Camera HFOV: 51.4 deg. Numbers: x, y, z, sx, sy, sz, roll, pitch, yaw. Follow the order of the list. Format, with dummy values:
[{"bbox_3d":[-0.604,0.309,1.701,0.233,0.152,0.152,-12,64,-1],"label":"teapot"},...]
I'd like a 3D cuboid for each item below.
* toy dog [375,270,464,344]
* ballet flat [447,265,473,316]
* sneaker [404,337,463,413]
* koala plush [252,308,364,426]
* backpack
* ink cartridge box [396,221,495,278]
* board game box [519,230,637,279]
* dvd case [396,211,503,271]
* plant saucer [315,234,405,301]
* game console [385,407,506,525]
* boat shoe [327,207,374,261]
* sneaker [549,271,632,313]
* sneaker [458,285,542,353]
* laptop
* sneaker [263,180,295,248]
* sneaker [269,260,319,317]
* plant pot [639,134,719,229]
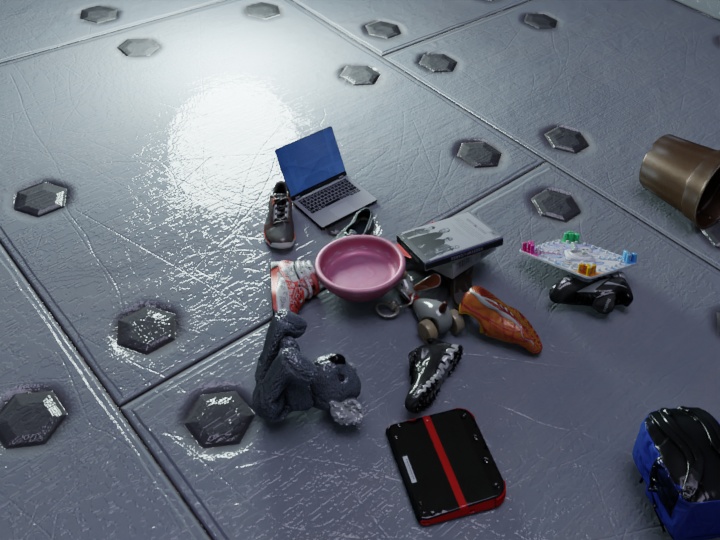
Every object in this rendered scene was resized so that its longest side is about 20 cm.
[{"bbox_3d":[0.134,0.062,1.579,0.197,0.098,0.131,30,48,24],"label":"toy dog"},{"bbox_3d":[0.225,0.032,1.667,0.065,0.047,0.202,-5,38,4],"label":"ballet flat"},{"bbox_3d":[0.122,0.199,1.460,0.089,0.068,0.200,23,42,22],"label":"sneaker"},{"bbox_3d":[-0.086,0.204,1.385,0.195,0.187,0.179,15,26,-21],"label":"koala plush"},{"bbox_3d":[0.552,0.345,1.274,0.158,0.171,0.202,-1,39,-11],"label":"backpack"},{"bbox_3d":[0.190,-0.067,1.728,0.159,0.051,0.198,-30,43,-33],"label":"ink cartridge box"},{"bbox_3d":[0.498,-0.040,1.706,0.196,0.027,0.198,-13,27,-37],"label":"board game box"},{"bbox_3d":[0.197,-0.069,1.668,0.195,0.025,0.151,-17,32,-16],"label":"dvd case"},{"bbox_3d":[0.000,0.000,1.613,0.194,0.052,0.203,-2,37,1],"label":"plant saucer"},{"bbox_3d":[0.153,0.344,1.338,0.172,0.032,0.202,-12,45,-12],"label":"game console"},{"bbox_3d":[-0.029,-0.075,1.730,0.072,0.063,0.200,27,48,19],"label":"boat shoe"},{"bbox_3d":[0.513,0.053,1.641,0.194,0.068,0.091,-6,41,-15],"label":"sneaker"},{"bbox_3d":[0.293,0.112,1.561,0.198,0.078,0.073,36,25,1],"label":"sneaker"},{"bbox_3d":[-0.083,-0.233,1.852,0.185,0.118,0.199,-29,53,-31],"label":"laptop"},{"bbox_3d":[-0.193,-0.136,1.762,0.075,0.083,0.203,-2,43,-9],"label":"sneaker"},{"bbox_3d":[-0.136,0.051,1.582,0.105,0.068,0.204,-4,41,-7],"label":"sneaker"},{"bbox_3d":[0.842,-0.243,1.923,0.197,0.204,0.198,-22,42,-27],"label":"plant pot"}]
